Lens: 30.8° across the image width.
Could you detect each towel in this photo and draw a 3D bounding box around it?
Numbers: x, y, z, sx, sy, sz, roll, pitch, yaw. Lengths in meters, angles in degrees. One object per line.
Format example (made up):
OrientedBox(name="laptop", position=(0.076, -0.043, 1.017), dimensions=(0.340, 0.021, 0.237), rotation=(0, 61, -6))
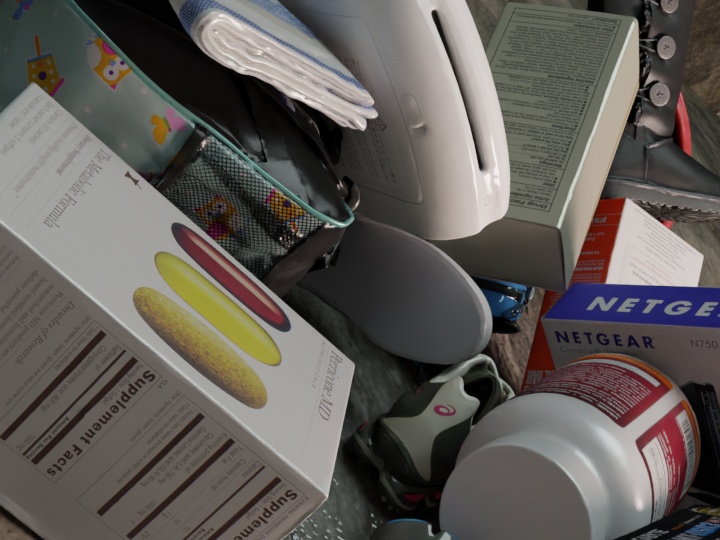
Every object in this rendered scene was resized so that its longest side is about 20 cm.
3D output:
OrientedBox(name="towel", position=(-0.085, -0.151, 0.661), dimensions=(0.200, 0.024, 0.146), rotation=(48, 15, 30))

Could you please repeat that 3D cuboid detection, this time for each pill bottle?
OrientedBox(name="pill bottle", position=(0.121, 0.118, 0.751), dimensions=(0.113, 0.113, 0.200), rotation=(52, 25, 12))

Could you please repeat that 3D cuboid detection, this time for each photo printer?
OrientedBox(name="photo printer", position=(0.007, -0.109, 0.769), dimensions=(0.200, 0.069, 0.168), rotation=(23, -42, 56))

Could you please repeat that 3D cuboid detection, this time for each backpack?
OrientedBox(name="backpack", position=(-0.118, -0.073, 0.688), dimensions=(0.200, 0.153, 0.176), rotation=(46, 15, -26))

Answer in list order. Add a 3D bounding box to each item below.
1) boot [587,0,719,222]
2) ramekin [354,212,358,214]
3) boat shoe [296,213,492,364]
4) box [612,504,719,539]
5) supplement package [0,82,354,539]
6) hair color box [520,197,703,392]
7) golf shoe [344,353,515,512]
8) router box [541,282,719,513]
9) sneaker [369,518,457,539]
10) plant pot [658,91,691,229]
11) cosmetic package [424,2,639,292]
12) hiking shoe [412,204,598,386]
OrientedBox(name="boot", position=(0.247, -0.145, 1.043), dimensions=(0.164, 0.065, 0.202), rotation=(8, 83, -31))
OrientedBox(name="ramekin", position=(-0.002, -0.108, 0.977), dimensions=(0.202, 0.094, 0.204), rotation=(33, 39, -32))
OrientedBox(name="boat shoe", position=(0.000, 0.000, 0.836), dimensions=(0.199, 0.072, 0.070), rotation=(23, 7, 21))
OrientedBox(name="box", position=(0.170, 0.233, 0.683), dimensions=(0.198, 0.049, 0.202), rotation=(6, 86, -64))
OrientedBox(name="supplement package", position=(-0.113, 0.038, 0.571), dimensions=(0.200, 0.109, 0.114), rotation=(41, 23, -14))
OrientedBox(name="hair color box", position=(0.188, 0.060, 0.993), dimensions=(0.111, 0.064, 0.202), rotation=(30, 68, -37))
OrientedBox(name="golf shoe", position=(0.071, 0.097, 0.840), dimensions=(0.077, 0.088, 0.200), rotation=(50, 21, 11))
OrientedBox(name="router box", position=(0.232, 0.099, 0.846), dimensions=(0.049, 0.199, 0.181), rotation=(-41, 120, -40))
OrientedBox(name="sneaker", position=(0.059, 0.219, 0.665), dimensions=(0.200, 0.073, 0.082), rotation=(46, 52, -16))
OrientedBox(name="plant pot", position=(0.153, -0.105, 1.123), dimensions=(0.200, 0.202, 0.182), rotation=(33, -15, -31))
OrientedBox(name="cosmetic package", position=(0.122, -0.091, 0.914), dimensions=(0.073, 0.103, 0.201), rotation=(72, 36, -51))
OrientedBox(name="hiking shoe", position=(0.101, 0.003, 0.957), dimensions=(0.087, 0.199, 0.074), rotation=(57, -14, 7))
